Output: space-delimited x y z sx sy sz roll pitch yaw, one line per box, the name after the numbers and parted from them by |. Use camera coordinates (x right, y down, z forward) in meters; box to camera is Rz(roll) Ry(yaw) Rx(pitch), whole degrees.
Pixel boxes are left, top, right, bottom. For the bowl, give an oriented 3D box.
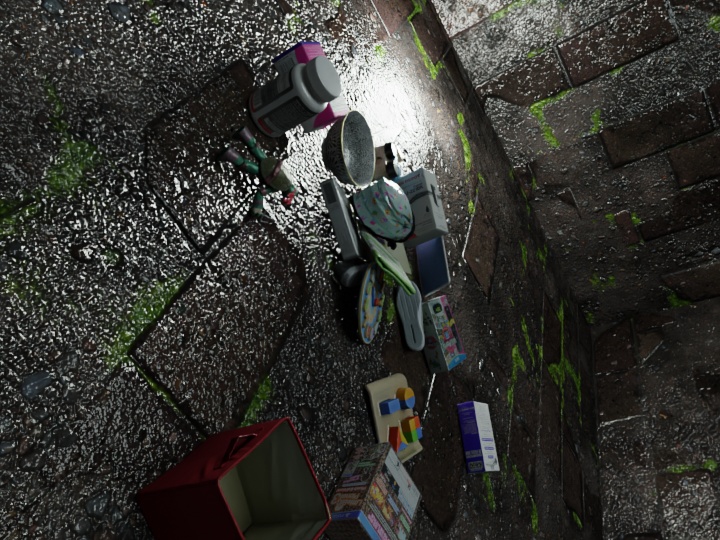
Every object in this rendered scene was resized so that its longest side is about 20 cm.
-0.043 -0.311 1.496 0.200 0.093 0.203 -3 90 -65 | bowl

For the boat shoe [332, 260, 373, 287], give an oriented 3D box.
0.000 0.000 1.439 0.056 0.069 0.199 37 18 22 | boat shoe

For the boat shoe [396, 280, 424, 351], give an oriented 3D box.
0.142 0.129 1.604 0.062 0.071 0.202 57 27 -71 | boat shoe

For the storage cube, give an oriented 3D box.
-0.181 0.344 0.836 0.171 0.179 0.202 -32 100 -59 | storage cube

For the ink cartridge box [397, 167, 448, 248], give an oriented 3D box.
0.168 -0.190 1.736 0.083 0.143 0.202 13 62 -54 | ink cartridge box

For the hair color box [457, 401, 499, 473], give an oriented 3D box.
0.355 0.505 1.722 0.109 0.064 0.202 25 51 -51 | hair color box

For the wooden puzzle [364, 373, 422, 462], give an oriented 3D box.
0.094 0.361 1.399 0.185 0.046 0.202 -2 75 -58 | wooden puzzle

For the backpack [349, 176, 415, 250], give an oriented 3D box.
0.061 -0.163 1.503 0.200 0.126 0.168 17 40 -60 | backpack

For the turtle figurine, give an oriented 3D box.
-0.200 -0.201 1.204 0.200 0.100 0.151 45 38 -27 | turtle figurine

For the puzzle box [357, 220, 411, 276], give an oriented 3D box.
0.070 -0.063 1.610 0.199 0.025 0.134 20 51 -53 | puzzle box

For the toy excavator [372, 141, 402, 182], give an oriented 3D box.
0.083 -0.322 1.744 0.200 0.099 0.196 39 43 -61 | toy excavator

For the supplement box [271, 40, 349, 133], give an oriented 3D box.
-0.124 -0.470 1.468 0.103 0.101 0.202 -37 105 -59 | supplement box

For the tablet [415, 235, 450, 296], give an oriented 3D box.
0.220 -0.033 1.752 0.014 0.130 0.202 8 64 -31 | tablet

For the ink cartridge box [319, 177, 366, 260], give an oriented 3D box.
-0.043 -0.124 1.462 0.174 0.043 0.202 7 65 -84 | ink cartridge box

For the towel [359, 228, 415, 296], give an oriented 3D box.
0.062 -0.022 1.430 0.149 0.031 0.200 43 11 -23 | towel

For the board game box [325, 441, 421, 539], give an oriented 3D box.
0.027 0.486 1.169 0.160 0.096 0.200 60 32 -16 | board game box

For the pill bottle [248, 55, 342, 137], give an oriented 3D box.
-0.146 -0.393 1.291 0.114 0.199 0.115 34 46 -45 | pill bottle

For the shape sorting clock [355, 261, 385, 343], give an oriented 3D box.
0.030 0.078 1.396 0.200 0.039 0.202 2 90 -76 | shape sorting clock

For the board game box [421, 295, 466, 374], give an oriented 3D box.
0.233 0.187 1.692 0.147 0.064 0.202 -13 85 -59 | board game box
